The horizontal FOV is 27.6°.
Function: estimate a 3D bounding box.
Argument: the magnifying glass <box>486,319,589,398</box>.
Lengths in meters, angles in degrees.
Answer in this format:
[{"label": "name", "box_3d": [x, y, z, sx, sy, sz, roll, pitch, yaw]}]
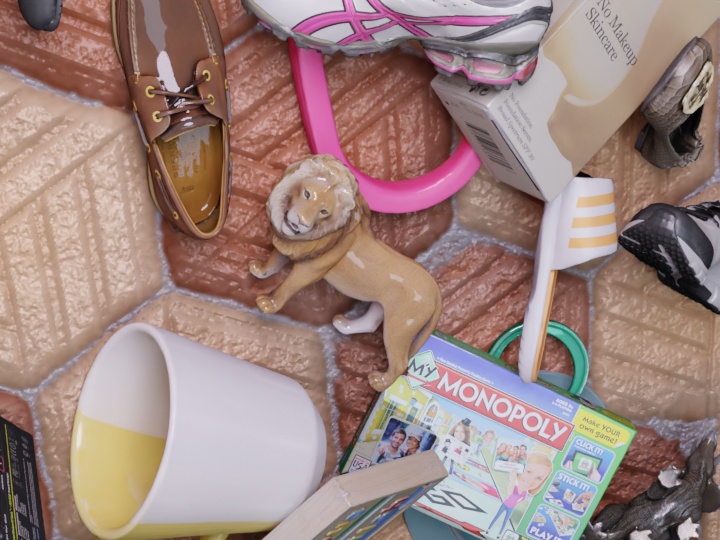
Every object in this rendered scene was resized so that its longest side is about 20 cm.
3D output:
[{"label": "magnifying glass", "box_3d": [0.094, 0.111, 1.179, 0.199, 0.022, 0.080, -33, 95, 6]}]

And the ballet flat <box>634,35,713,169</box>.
[{"label": "ballet flat", "box_3d": [0.230, -0.112, 1.046, 0.046, 0.200, 0.067, 40, 84, 12]}]

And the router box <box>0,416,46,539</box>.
[{"label": "router box", "box_3d": [-0.282, 0.148, 0.955, 0.062, 0.200, 0.150, -43, 122, 10]}]

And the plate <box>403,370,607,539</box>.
[{"label": "plate", "box_3d": [0.131, 0.178, 1.238, 0.198, 0.026, 0.202, -9, 119, -17]}]

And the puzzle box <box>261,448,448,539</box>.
[{"label": "puzzle box", "box_3d": [-0.037, 0.208, 1.108, 0.200, 0.026, 0.133, -44, 158, 30]}]

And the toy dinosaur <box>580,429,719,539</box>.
[{"label": "toy dinosaur", "box_3d": [0.238, 0.214, 1.246, 0.199, 0.077, 0.102, -33, 162, 2]}]

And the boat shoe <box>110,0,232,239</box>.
[{"label": "boat shoe", "box_3d": [-0.116, -0.114, 0.968, 0.071, 0.068, 0.202, -15, 120, -14]}]

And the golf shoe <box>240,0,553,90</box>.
[{"label": "golf shoe", "box_3d": [0.023, -0.181, 0.923, 0.198, 0.073, 0.093, 10, 134, -1]}]

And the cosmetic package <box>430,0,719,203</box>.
[{"label": "cosmetic package", "box_3d": [0.155, -0.158, 1.022, 0.200, 0.071, 0.105, -48, 128, -8]}]

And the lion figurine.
[{"label": "lion figurine", "box_3d": [0.000, 0.000, 1.052, 0.199, 0.073, 0.122, 32, 119, -32]}]

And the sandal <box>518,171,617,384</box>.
[{"label": "sandal", "box_3d": [0.162, -0.012, 1.103, 0.059, 0.079, 0.209, 10, 105, 8]}]

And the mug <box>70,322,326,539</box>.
[{"label": "mug", "box_3d": [-0.119, 0.133, 1.067, 0.152, 0.151, 0.186, 13, 144, -35]}]

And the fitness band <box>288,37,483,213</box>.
[{"label": "fitness band", "box_3d": [0.025, -0.135, 1.031, 0.142, 0.037, 0.202, -19, 119, -11]}]

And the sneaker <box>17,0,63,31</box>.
[{"label": "sneaker", "box_3d": [-0.225, -0.237, 0.864, 0.088, 0.074, 0.202, -13, 110, -15]}]

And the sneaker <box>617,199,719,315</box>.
[{"label": "sneaker", "box_3d": [0.257, -0.027, 1.131, 0.080, 0.073, 0.200, -59, 155, 2]}]

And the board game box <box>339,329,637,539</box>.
[{"label": "board game box", "box_3d": [0.100, 0.140, 1.159, 0.199, 0.029, 0.135, 25, 102, -8]}]
